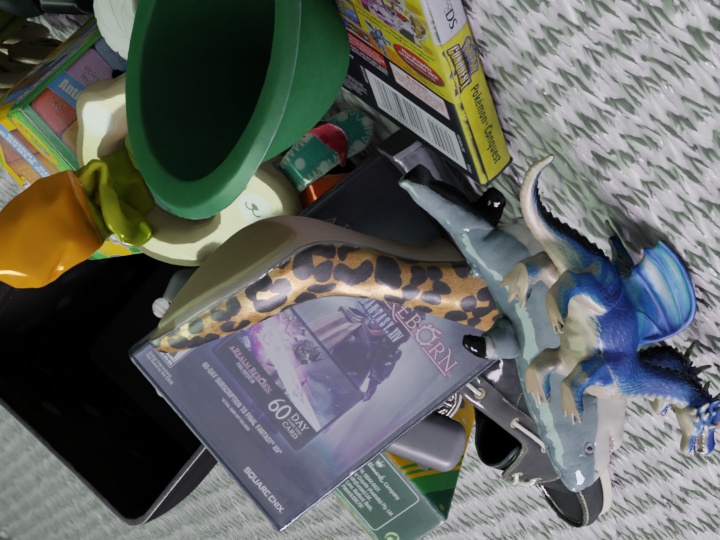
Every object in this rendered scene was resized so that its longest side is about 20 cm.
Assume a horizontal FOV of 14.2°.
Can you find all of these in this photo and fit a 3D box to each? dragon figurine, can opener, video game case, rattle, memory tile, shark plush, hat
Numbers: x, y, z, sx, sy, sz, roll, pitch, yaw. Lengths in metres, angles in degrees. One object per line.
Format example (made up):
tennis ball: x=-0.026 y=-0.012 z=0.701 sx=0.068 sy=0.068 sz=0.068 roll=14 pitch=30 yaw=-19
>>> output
dragon figurine: x=0.131 y=0.013 z=1.487 sx=0.059 sy=0.099 sz=0.201 roll=25 pitch=135 yaw=57
can opener: x=-0.219 y=-0.191 z=1.796 sx=0.078 sy=0.064 sz=0.200 roll=0 pitch=-178 yaw=17
video game case: x=-0.012 y=-0.150 z=1.519 sx=0.200 sy=0.025 sz=0.181 roll=37 pitch=163 yaw=32
video game case: x=-0.014 y=0.039 z=1.686 sx=0.143 sy=0.200 sz=0.019 roll=50 pitch=-175 yaw=-17
rattle: x=-0.095 y=-0.040 z=1.673 sx=0.199 sy=0.131 sz=0.143 roll=16 pitch=-162 yaw=22
can opener: x=-0.027 y=0.057 z=1.729 sx=0.199 sy=0.067 sz=0.053 roll=21 pitch=179 yaw=-11
memory tile: x=-0.275 y=-0.152 z=1.997 sx=0.200 sy=0.153 sz=0.017 roll=34 pitch=127 yaw=55
shark plush: x=0.092 y=0.025 z=1.575 sx=0.091 sy=0.083 sz=0.200 roll=24 pitch=154 yaw=55
hat: x=-0.013 y=-0.102 z=1.515 sx=0.175 sy=0.166 sz=0.200 roll=10 pitch=-159 yaw=-32

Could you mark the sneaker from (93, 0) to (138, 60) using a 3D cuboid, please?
sneaker: x=-0.109 y=-0.149 z=1.657 sx=0.200 sy=0.074 sz=0.087 roll=-123 pitch=13 yaw=-47

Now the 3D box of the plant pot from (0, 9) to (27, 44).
plant pot: x=-0.340 y=-0.235 z=1.908 sx=0.200 sy=0.200 sz=0.194 roll=24 pitch=142 yaw=54

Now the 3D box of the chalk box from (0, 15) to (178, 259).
chalk box: x=-0.146 y=-0.092 z=1.837 sx=0.125 sy=0.124 sz=0.200 roll=49 pitch=165 yaw=-10

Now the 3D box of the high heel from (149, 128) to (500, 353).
high heel: x=-0.008 y=0.026 z=1.636 sx=0.143 sy=0.200 sz=0.071 roll=56 pitch=180 yaw=-26

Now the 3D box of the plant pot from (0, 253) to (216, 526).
plant pot: x=-0.137 y=0.047 z=2.052 sx=0.200 sy=0.200 sz=0.177 roll=42 pitch=-174 yaw=16

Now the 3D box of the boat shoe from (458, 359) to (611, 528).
boat shoe: x=0.098 y=0.099 z=1.789 sx=0.072 sy=0.068 sz=0.200 roll=30 pitch=160 yaw=41

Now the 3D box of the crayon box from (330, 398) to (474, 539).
crayon box: x=0.012 y=0.082 z=1.867 sx=0.126 sy=0.051 sz=0.200 roll=49 pitch=-158 yaw=-13

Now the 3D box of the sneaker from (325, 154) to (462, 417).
sneaker: x=0.000 y=0.000 z=1.788 sx=0.085 sy=0.072 sz=0.201 roll=-99 pitch=-14 yaw=-67

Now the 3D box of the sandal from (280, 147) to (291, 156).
sandal: x=-0.049 y=-0.029 z=1.872 sx=0.082 sy=0.055 sz=0.200 roll=46 pitch=165 yaw=0
